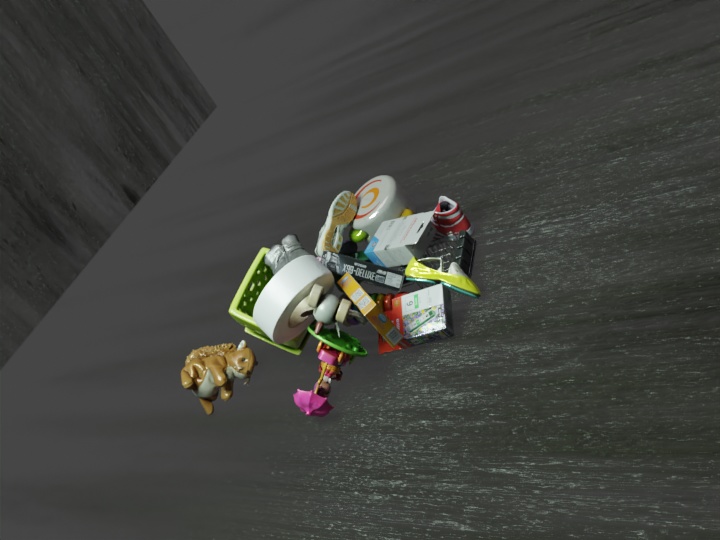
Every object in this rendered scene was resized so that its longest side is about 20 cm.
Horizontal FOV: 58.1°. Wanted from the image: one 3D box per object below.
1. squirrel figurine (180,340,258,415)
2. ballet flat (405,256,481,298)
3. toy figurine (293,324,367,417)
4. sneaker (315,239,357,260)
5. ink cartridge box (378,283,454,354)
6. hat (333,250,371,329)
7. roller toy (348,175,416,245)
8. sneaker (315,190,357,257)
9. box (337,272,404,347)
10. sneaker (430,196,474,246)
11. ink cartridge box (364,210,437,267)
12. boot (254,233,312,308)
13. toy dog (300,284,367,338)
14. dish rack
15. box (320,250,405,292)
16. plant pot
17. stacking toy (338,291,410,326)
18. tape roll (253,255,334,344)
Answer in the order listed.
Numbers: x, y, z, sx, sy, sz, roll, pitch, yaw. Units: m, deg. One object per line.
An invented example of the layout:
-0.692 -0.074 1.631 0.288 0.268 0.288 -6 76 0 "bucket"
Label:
-0.372 0.252 1.742 0.184 0.143 0.201 -30 33 -3 "squirrel figurine"
0.193 0.009 1.502 0.196 0.066 0.069 15 85 31 "ballet flat"
-0.082 0.238 1.476 0.188 0.147 0.200 -66 -8 4 "toy figurine"
-0.100 -0.031 1.899 0.198 0.071 0.082 -37 33 -3 "sneaker"
0.113 0.114 1.479 0.196 0.050 0.111 -18 57 28 "ink cartridge box"
-0.024 0.050 1.770 0.196 0.181 0.165 -12 9 -25 "hat"
0.065 -0.162 1.837 0.198 0.139 0.185 -27 38 31 "roller toy"
-0.076 -0.127 1.790 0.087 0.075 0.204 -15 48 61 "sneaker"
0.017 0.082 1.472 0.041 0.119 0.200 -40 32 0 "box"
0.189 -0.126 1.691 0.196 0.113 0.072 -10 38 36 "sneaker"
0.114 -0.076 1.648 0.198 0.067 0.117 -7 42 51 "ink cartridge box"
-0.201 0.013 1.584 0.199 0.070 0.131 -40 57 -13 "boot"
-0.074 0.106 1.434 0.130 0.200 0.098 22 78 23 "toy dog"
0.185 -0.020 1.617 0.197 0.055 0.155 -18 34 32 "dish rack"
0.000 0.000 1.602 0.158 0.195 0.051 -161 87 -83 "box"
-0.200 0.093 1.673 0.196 0.183 0.202 21 66 10 "plant pot"
0.043 0.090 1.600 0.196 0.086 0.086 -6 41 30 "stacking toy"
-0.149 0.066 1.473 0.070 0.203 0.202 40 75 19 "tape roll"
